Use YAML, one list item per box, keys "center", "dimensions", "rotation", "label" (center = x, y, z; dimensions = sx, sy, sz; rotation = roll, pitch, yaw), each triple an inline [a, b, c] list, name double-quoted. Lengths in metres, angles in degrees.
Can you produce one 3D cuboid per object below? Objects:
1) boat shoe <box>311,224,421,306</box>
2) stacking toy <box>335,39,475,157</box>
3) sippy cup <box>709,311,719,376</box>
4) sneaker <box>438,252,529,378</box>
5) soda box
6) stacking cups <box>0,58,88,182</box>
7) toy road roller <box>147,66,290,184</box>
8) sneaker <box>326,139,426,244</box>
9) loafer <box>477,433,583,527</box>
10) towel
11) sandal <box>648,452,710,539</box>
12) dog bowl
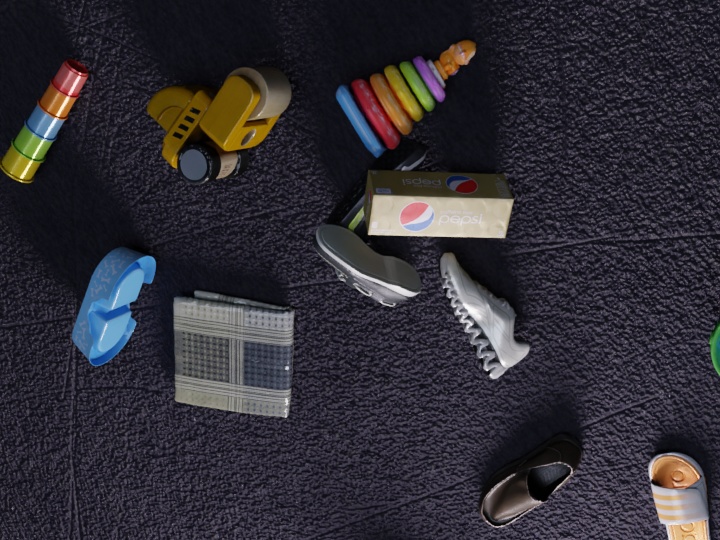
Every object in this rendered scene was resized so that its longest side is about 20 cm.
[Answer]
- center: [0.000, 0.000, 1.633]
  dimensions: [0.199, 0.076, 0.060]
  rotation: [31, 130, -31]
  label: "boat shoe"
- center: [0.075, -0.252, 1.559]
  dimensions: [0.199, 0.116, 0.110]
  rotation: [-32, 94, 8]
  label: "stacking toy"
- center: [0.538, 0.082, 1.537]
  dimensions: [0.138, 0.130, 0.180]
  rotation: [15, 112, 9]
  label: "sippy cup"
- center: [0.176, 0.055, 1.655]
  dimensions: [0.080, 0.075, 0.201]
  rotation: [-28, 103, 7]
  label: "sneaker"
- center: [0.107, -0.091, 1.574]
  dimensions: [0.198, 0.064, 0.068]
  rotation: [2, 127, -9]
  label: "soda box"
- center: [-0.474, -0.229, 1.719]
  dimensions: [0.060, 0.061, 0.201]
  rotation: [36, 109, -1]
  label: "stacking cups"
- center: [-0.208, -0.227, 1.610]
  dimensions: [0.146, 0.123, 0.200]
  rotation: [44, 112, 9]
  label: "toy road roller"
- center: [0.036, -0.103, 1.640]
  dimensions: [0.082, 0.072, 0.200]
  rotation: [34, 117, -26]
  label: "sneaker"
- center: [0.251, 0.325, 1.725]
  dimensions: [0.073, 0.071, 0.200]
  rotation: [42, 113, -4]
  label: "loafer"
- center: [-0.201, 0.132, 1.794]
  dimensions: [0.198, 0.035, 0.195]
  rotation: [7, 114, 9]
  label: "towel"
- center: [0.484, 0.369, 1.691]
  dimensions: [0.078, 0.059, 0.209]
  rotation: [-13, 106, 17]
  label: "sandal"
- center: [-0.386, 0.052, 1.767]
  dimensions: [0.049, 0.111, 0.201]
  rotation: [31, 114, 15]
  label: "dog bowl"
